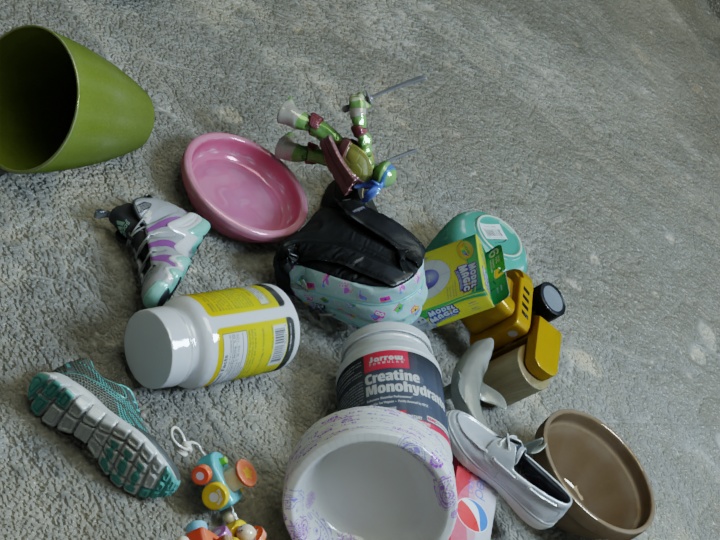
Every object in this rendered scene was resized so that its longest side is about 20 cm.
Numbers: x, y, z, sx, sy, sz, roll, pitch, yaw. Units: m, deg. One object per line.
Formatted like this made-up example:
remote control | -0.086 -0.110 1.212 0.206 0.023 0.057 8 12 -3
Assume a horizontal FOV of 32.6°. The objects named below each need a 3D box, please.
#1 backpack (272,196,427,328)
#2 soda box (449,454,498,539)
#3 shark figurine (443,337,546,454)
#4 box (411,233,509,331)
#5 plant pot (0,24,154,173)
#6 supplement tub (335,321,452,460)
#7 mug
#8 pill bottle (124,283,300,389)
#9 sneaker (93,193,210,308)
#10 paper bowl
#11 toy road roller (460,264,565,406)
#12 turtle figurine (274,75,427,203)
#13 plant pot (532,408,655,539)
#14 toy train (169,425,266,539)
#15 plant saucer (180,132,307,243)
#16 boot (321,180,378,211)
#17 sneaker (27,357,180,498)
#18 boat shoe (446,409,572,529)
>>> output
backpack | 0.000 0.000 1.706 0.200 0.127 0.167 20 51 27
soda box | 0.131 0.307 1.590 0.070 0.063 0.200 32 37 -10
shark figurine | 0.159 0.179 1.674 0.128 0.090 0.215 -22 48 -4
box | 0.113 0.024 1.770 0.118 0.199 0.048 -93 158 -46
plant pot | -0.373 -0.212 1.629 0.187 0.187 0.200 54 23 20
supplement tub | 0.040 0.179 1.580 0.140 0.140 0.200 21 40 -24
mug | 0.185 -0.011 1.935 0.152 0.114 0.185 33 36 -9
pill bottle | -0.181 0.082 1.511 0.200 0.114 0.114 -8 56 -46
sneaker | -0.285 -0.035 1.587 0.140 0.078 0.200 31 27 -9
paper bowl | 0.011 0.250 1.430 0.200 0.201 0.104 32 20 -11
toy road roller | 0.206 0.084 1.807 0.146 0.123 0.200 36 44 -25
turtle figurine | -0.017 -0.197 1.818 0.193 0.144 0.201 20 76 13
plant pot | 0.307 0.301 1.724 0.200 0.093 0.201 27 38 -23
toy train | -0.150 0.260 1.343 0.150 0.055 0.200 52 16 -47
plant saucer | -0.174 -0.112 1.781 0.200 0.051 0.201 24 39 -21
boot | 0.014 -0.063 1.898 0.138 0.077 0.200 47 16 -28
sneaker | -0.271 0.168 1.377 0.200 0.078 0.091 42 32 1
boat shoe | 0.190 0.248 1.593 0.200 0.069 0.072 48 36 9
